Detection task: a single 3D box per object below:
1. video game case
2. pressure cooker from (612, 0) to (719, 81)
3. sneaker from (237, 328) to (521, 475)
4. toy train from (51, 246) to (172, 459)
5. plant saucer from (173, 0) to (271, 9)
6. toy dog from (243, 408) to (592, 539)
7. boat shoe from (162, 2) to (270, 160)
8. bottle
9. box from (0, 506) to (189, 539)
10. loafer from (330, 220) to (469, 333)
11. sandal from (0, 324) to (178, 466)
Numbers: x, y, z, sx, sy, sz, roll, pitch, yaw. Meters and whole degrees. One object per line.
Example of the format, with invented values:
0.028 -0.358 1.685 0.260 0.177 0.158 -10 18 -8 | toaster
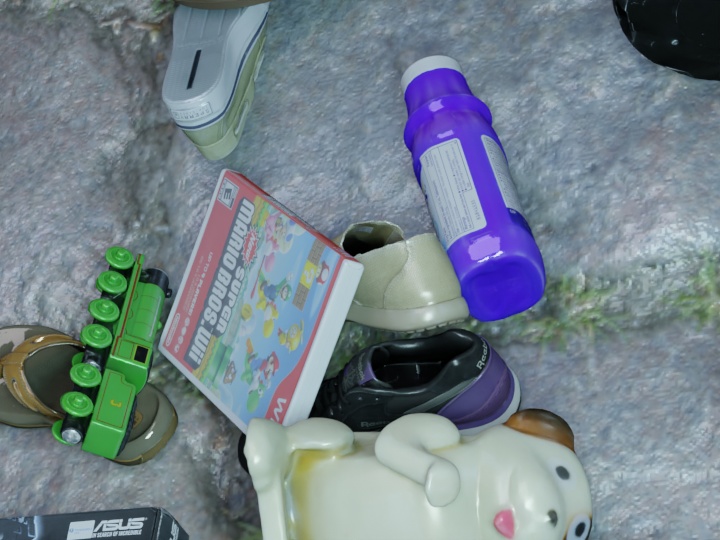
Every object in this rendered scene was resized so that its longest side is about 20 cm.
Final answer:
-0.072 0.027 1.537 0.200 0.017 0.144 36 109 55 | video game case
0.253 -0.256 1.537 0.175 0.179 0.201 -15 55 20 | pressure cooker
0.000 0.081 1.498 0.199 0.088 0.076 -18 53 15 | sneaker
-0.173 0.056 1.594 0.056 0.042 0.201 18 39 -7 | toy train
-0.083 -0.262 1.765 0.199 0.030 0.201 -12 35 9 | plant saucer
0.046 0.155 1.400 0.199 0.194 0.141 -6 83 11 | toy dog
-0.109 -0.162 1.724 0.072 0.062 0.201 -5 39 18 | boat shoe
0.073 -0.063 1.559 0.065 0.084 0.201 -20 53 5 | bottle
-0.225 0.246 1.523 0.199 0.044 0.161 -6 53 23 | box
0.000 0.000 1.529 0.199 0.075 0.069 5 100 49 | loafer
-0.218 0.082 1.625 0.199 0.054 0.081 20 69 34 | sandal
